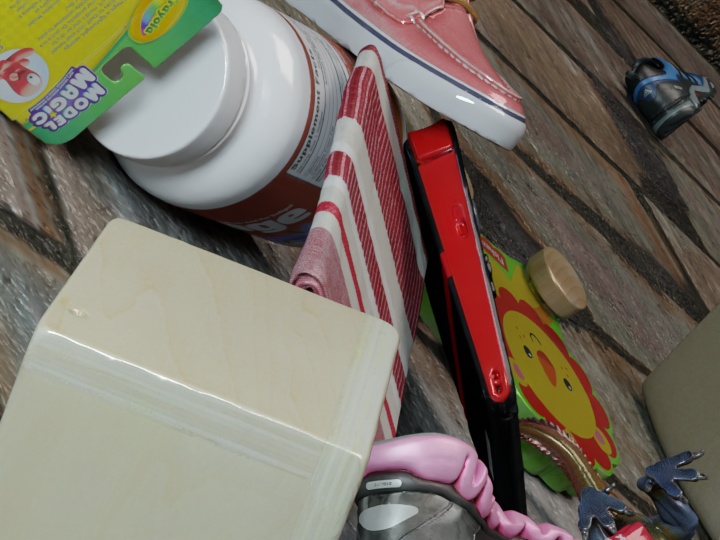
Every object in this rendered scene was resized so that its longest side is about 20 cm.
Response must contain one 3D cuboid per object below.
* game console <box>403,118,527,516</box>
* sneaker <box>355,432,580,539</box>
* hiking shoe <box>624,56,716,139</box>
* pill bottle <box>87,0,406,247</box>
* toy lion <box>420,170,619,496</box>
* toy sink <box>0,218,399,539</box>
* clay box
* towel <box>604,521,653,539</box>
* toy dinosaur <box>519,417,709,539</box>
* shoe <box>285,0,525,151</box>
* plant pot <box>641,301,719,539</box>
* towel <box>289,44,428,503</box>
[{"bbox_3d":[0.062,0.032,1.543,0.200,0.031,0.177,78,-4,-63],"label":"game console"},{"bbox_3d":[0.052,0.155,1.369,0.200,0.079,0.096,40,43,-47],"label":"sneaker"},{"bbox_3d":[0.345,-0.209,3.225,0.087,0.074,0.200,52,13,-1],"label":"hiking shoe"},{"bbox_3d":[-0.062,-0.080,1.473,0.112,0.112,0.200,57,15,21],"label":"pill bottle"},{"bbox_3d":[0.087,0.041,1.782,0.200,0.069,0.192,42,24,-34],"label":"toy lion"},{"bbox_3d":[-0.077,0.104,0.900,0.112,0.200,0.130,21,17,0],"label":"toy sink"},{"bbox_3d":[-0.168,-0.157,1.317,0.200,0.115,0.048,44,14,-32],"label":"clay box"},{"bbox_3d":[0.115,0.212,1.321,0.200,0.022,0.145,-29,80,-48],"label":"towel"},{"bbox_3d":[0.189,0.178,1.705,0.200,0.105,0.182,47,-13,40],"label":"toy dinosaur"},{"bbox_3d":[0.033,-0.146,1.520,0.200,0.091,0.071,40,8,39],"label":"shoe"},{"bbox_3d":[0.328,0.115,2.118,0.200,0.200,0.177,38,8,-44],"label":"plant pot"},{"bbox_3d":[0.000,0.000,1.420,0.200,0.023,0.144,-77,159,-52],"label":"towel"}]
